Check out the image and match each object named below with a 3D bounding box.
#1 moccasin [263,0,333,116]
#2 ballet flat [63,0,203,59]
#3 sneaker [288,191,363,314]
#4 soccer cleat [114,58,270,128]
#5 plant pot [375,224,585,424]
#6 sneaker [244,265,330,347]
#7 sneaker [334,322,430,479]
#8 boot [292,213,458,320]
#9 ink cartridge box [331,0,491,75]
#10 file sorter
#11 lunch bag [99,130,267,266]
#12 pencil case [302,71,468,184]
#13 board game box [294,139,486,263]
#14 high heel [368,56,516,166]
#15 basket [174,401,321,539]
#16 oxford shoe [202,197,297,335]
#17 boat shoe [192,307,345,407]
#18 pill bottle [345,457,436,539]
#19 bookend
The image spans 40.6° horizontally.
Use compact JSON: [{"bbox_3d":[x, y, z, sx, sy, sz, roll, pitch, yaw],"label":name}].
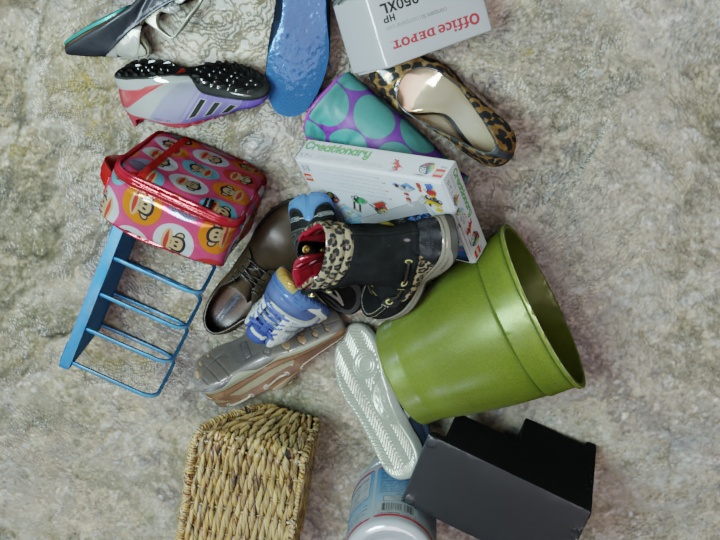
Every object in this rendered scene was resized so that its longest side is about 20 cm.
[{"bbox_3d":[-0.062,-0.276,1.097,0.080,0.068,0.202,10,107,-7],"label":"moccasin"},{"bbox_3d":[-0.245,-0.284,1.108,0.199,0.073,0.073,-33,101,10],"label":"ballet flat"},{"bbox_3d":[-0.041,-0.004,1.131,0.070,0.083,0.200,-11,144,7],"label":"sneaker"},{"bbox_3d":[-0.188,-0.196,1.114,0.198,0.068,0.074,7,126,21],"label":"soccer cleat"},{"bbox_3d":[0.128,0.080,1.123,0.192,0.201,0.202,-27,102,18],"label":"plant pot"},{"bbox_3d":[-0.088,0.052,1.096,0.088,0.200,0.075,-43,86,-6],"label":"sneaker"},{"bbox_3d":[0.034,0.160,1.209,0.075,0.084,0.202,-29,74,27],"label":"sneaker"},{"bbox_3d":[0.000,0.000,1.030,0.149,0.200,0.074,-2,70,-25],"label":"boot"},{"bbox_3d":[0.040,-0.327,1.036,0.144,0.084,0.202,-24,106,-22],"label":"ink cartridge box"},{"bbox_3d":[-0.251,0.026,1.160,0.122,0.139,0.202,23,106,-7],"label":"file sorter"},{"bbox_3d":[-0.204,-0.088,1.091,0.175,0.200,0.083,23,111,-3],"label":"lunch bag"},{"bbox_3d":[0.027,-0.134,1.120,0.200,0.085,0.093,40,109,-8],"label":"pencil case"},{"bbox_3d":[0.032,-0.077,1.073,0.198,0.035,0.127,14,147,35],"label":"board game box"},{"bbox_3d":[0.084,-0.185,1.070,0.199,0.143,0.072,30,106,-5],"label":"high heel"},{"bbox_3d":[-0.137,0.268,1.215,0.147,0.143,0.202,10,109,4],"label":"basket"},{"bbox_3d":[-0.120,0.003,1.170,0.072,0.084,0.201,34,104,-4],"label":"oxford shoe"},{"bbox_3d":[-0.108,0.108,1.212,0.198,0.076,0.072,-23,132,2],"label":"boat shoe"},{"bbox_3d":[0.039,0.303,1.180,0.107,0.200,0.110,1,106,4],"label":"pill bottle"},{"bbox_3d":[0.174,0.243,1.175,0.198,0.199,0.093,24,107,9],"label":"bookend"}]
